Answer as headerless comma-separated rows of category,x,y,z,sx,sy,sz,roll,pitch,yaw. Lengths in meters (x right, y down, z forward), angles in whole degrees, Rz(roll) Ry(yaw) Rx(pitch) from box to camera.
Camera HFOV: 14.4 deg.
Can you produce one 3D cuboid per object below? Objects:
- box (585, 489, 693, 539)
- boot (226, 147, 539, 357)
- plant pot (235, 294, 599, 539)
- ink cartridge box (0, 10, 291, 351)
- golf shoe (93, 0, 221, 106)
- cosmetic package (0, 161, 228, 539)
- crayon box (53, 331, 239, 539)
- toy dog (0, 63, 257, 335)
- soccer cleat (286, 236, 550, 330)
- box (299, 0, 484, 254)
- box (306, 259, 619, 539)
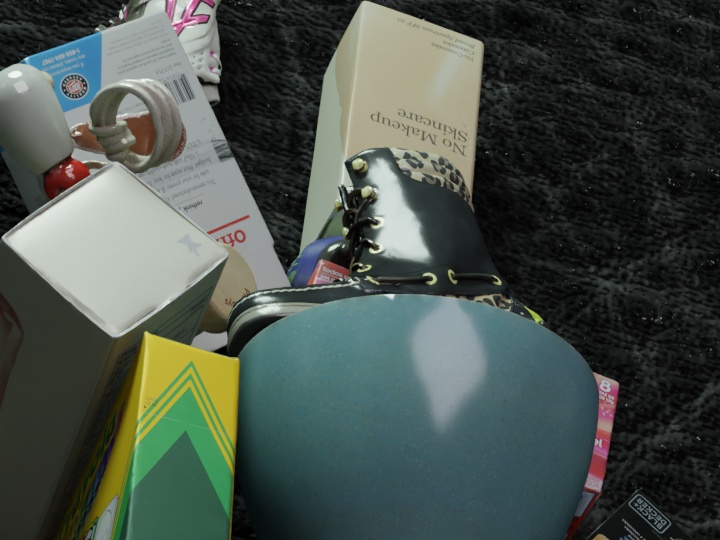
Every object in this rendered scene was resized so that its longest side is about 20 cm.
box,0.101,0.219,1.581,0.060,0.117,0.200,42,43,12
boot,0.000,0.001,1.622,0.203,0.074,0.154,4,45,-29
plant pot,0.026,0.123,1.498,0.199,0.200,0.135,14,55,-15
ink cartridge box,-0.132,-0.041,1.712,0.116,0.068,0.201,-24,88,-40
golf shoe,-0.124,-0.141,1.844,0.092,0.073,0.200,37,52,-3
cosmetic package,-0.157,0.053,1.540,0.087,0.200,0.103,39,43,14
crayon box,-0.120,0.163,1.455,0.058,0.200,0.173,14,44,-14
toy dog,-0.128,-0.038,1.605,0.131,0.201,0.096,-5,27,22
soccer cleat,0.044,0.034,1.765,0.199,0.084,0.065,27,76,-23
box,0.021,-0.071,1.842,0.094,0.078,0.201,18,43,-12
box,0.040,0.091,1.681,0.199,0.100,0.096,22,43,-6
